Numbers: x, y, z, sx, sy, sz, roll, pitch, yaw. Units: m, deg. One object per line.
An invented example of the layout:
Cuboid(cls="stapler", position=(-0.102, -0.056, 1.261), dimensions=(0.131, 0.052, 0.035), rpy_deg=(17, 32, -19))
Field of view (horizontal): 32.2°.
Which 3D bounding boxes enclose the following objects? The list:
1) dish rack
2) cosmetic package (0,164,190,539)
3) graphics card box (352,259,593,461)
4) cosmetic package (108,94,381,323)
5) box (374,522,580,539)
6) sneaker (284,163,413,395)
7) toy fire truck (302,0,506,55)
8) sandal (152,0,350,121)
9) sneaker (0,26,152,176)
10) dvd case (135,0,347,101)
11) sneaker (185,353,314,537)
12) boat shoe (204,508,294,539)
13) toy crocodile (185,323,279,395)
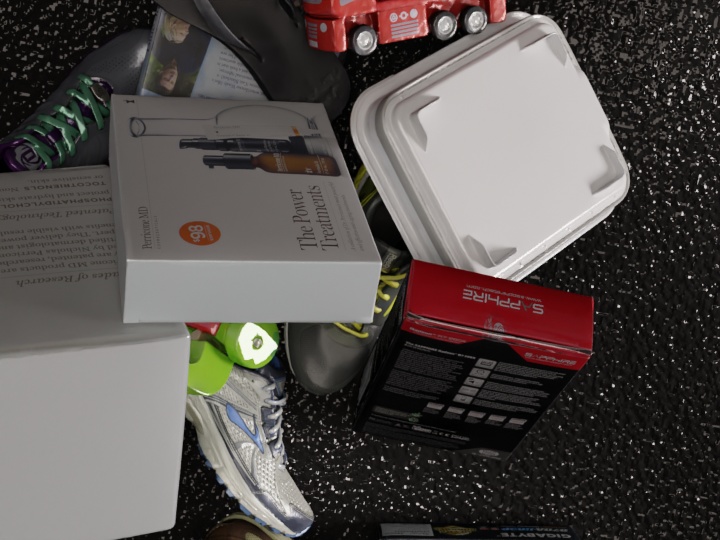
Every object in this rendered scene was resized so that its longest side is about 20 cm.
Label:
Cuboid(cls="dish rack", position=(0.104, -0.084, 0.877), dimensions=(0.200, 0.044, 0.172), rpy_deg=(-33, 99, -31))
Cuboid(cls="cosmetic package", position=(-0.219, 0.056, 0.805), dimensions=(0.166, 0.200, 0.168), rpy_deg=(-6, 127, -23))
Cuboid(cls="graphics card box", position=(0.073, 0.069, 0.873), dimensions=(0.125, 0.200, 0.051), rpy_deg=(11, 59, -4))
Cuboid(cls="cosmetic package", position=(-0.081, -0.044, 0.797), dimensions=(0.150, 0.200, 0.052), rpy_deg=(-1, 126, -14))
Cuboid(cls="box", position=(0.087, 0.299, 0.975), dimensions=(0.158, 0.046, 0.201), rpy_deg=(2, 98, -2))
Cuboid(cls="sneaker", position=(0.000, 0.000, 0.906), dimensions=(0.074, 0.085, 0.200), rpy_deg=(20, 96, -12))
Cuboid(cls="toy fire truck", position=(0.049, -0.234, 0.869), dimensions=(0.200, 0.049, 0.141), rpy_deg=(-15, 112, -24))
Cuboid(cls="sandal", position=(-0.078, -0.180, 0.858), dimensions=(0.200, 0.043, 0.076), rpy_deg=(41, 86, -23))
Cuboid(cls="sneaker", position=(-0.207, -0.092, 0.883), dimensions=(0.074, 0.088, 0.200), rpy_deg=(44, 94, -8))
Cuboid(cls="dvd case", position=(-0.078, -0.165, 0.895), dimensions=(0.142, 0.018, 0.201), rpy_deg=(13, 97, -23))
Cuboid(cls="sneaker", position=(-0.084, 0.107, 0.927), dimensions=(0.085, 0.077, 0.200), rpy_deg=(-34, 99, -2))
Cuboid(cls="boat shoe", position=(-0.038, 0.261, 0.921), dimensions=(0.202, 0.075, 0.075), rpy_deg=(31, 106, 12))
Cuboid(cls="toy crocodile", position=(-0.075, 0.004, 0.873), dimensions=(0.200, 0.067, 0.062), rpy_deg=(-57, 133, -18))
